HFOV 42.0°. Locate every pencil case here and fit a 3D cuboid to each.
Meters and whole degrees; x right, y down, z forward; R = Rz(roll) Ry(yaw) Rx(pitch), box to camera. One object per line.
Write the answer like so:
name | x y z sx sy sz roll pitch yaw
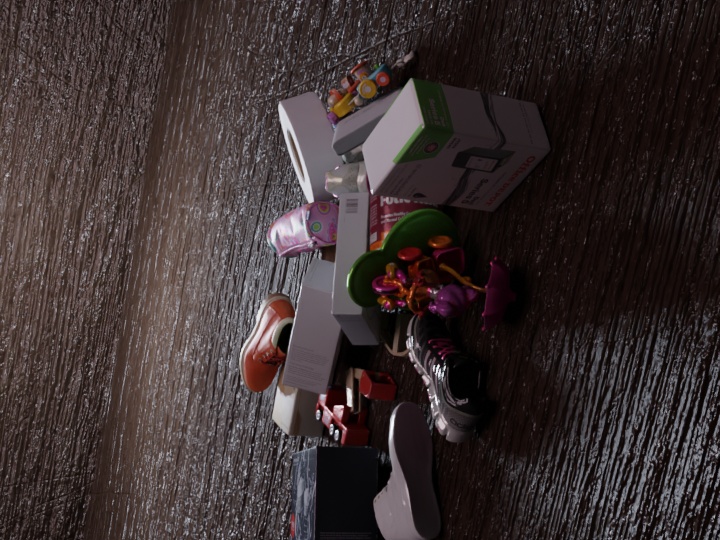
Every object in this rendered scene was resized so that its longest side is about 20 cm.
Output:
pencil case | -0.102 -0.073 1.726 0.200 0.087 0.088 -12 72 62

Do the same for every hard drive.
hard drive | 0.018 -0.243 1.506 0.131 0.026 0.200 -29 15 9

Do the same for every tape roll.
tape roll | -0.088 -0.224 1.734 0.202 0.070 0.203 161 90 -83

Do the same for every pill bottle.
pill bottle | 0.070 -0.107 1.428 0.114 0.114 0.201 -27 60 60

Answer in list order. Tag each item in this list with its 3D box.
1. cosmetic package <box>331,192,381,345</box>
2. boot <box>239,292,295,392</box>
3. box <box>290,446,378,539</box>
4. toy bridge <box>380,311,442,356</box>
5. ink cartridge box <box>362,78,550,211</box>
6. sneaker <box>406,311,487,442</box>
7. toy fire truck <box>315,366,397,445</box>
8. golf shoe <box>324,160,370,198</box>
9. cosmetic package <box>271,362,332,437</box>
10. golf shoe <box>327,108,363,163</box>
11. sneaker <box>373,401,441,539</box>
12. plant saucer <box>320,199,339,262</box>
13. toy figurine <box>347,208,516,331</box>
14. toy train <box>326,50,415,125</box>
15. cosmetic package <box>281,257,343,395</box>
cosmetic package | 0.000 0.000 1.476 0.151 0.051 0.201 66 -155 -66
boot | -0.166 0.152 1.732 0.107 0.075 0.201 49 127 55
box | -0.045 0.379 1.500 0.200 0.104 0.183 136 138 -69
toy bridge | 0.067 0.101 1.475 0.200 0.027 0.068 -179 96 -65
ink cartridge box | 0.125 -0.160 1.233 0.146 0.199 0.084 -50 43 48
sneaker | 0.126 0.131 1.297 0.088 0.073 0.201 -54 41 43
toy fire truck | -0.013 0.217 1.583 0.200 0.049 0.142 33 112 63
golf shoe | -0.009 -0.152 1.561 0.200 0.091 0.076 -14 -78 -83
cosmetic package | -0.102 0.198 1.745 0.105 0.071 0.201 21 102 64
golf shoe | 0.001 -0.227 1.681 0.200 0.078 0.098 -135 34 -60
sneaker | 0.055 0.305 1.392 0.116 0.073 0.201 -37 51 52
plant saucer | -0.015 -0.039 1.674 0.200 0.036 0.202 -26 60 59
toy figurine | 0.112 0.018 1.254 0.184 0.199 0.151 28 129 51
toy train | 0.001 -0.329 1.625 0.150 0.056 0.200 -51 14 -33
cosmetic package | -0.068 0.095 1.590 0.108 0.084 0.201 -69 -8 -64
